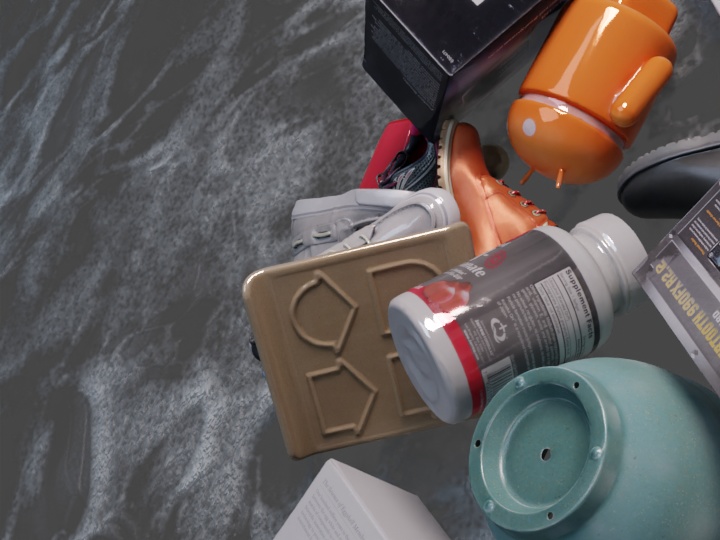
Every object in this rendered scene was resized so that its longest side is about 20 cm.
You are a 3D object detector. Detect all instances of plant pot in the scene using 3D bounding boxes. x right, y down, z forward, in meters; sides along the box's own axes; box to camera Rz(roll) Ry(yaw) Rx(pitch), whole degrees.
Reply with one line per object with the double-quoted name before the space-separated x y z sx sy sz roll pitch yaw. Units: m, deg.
"plant pot" 0.164 0.147 0.726 0.200 0.134 0.201 -29 46 35

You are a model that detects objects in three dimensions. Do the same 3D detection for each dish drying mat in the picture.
"dish drying mat" 0.015 -0.082 1.163 0.077 0.018 0.201 3 70 59

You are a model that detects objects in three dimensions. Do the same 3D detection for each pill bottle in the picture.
"pill bottle" 0.131 0.031 0.807 0.199 0.111 0.111 -25 34 -14

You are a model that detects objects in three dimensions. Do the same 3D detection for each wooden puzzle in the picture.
"wooden puzzle" 0.013 0.060 0.876 0.199 0.186 0.046 -15 24 -3

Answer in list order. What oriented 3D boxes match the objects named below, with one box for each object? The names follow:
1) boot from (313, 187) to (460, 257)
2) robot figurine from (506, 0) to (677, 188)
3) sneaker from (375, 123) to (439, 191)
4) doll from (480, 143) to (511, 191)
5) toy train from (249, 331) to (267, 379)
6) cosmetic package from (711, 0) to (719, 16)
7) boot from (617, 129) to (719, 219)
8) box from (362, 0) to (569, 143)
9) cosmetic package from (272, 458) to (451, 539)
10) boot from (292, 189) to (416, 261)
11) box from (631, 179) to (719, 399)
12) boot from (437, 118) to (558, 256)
"boot" 0.000 0.000 0.902 0.200 0.095 0.074 -46 67 38
"robot figurine" 0.207 -0.164 0.905 0.143 0.117 0.201 28 90 29
"sneaker" 0.042 -0.070 1.077 0.081 0.074 0.201 27 89 54
"doll" 0.098 -0.039 1.002 0.136 0.048 0.201 14 74 35
"toy train" -0.038 0.101 1.020 0.200 0.114 0.087 20 81 54
"cosmetic package" 0.343 -0.250 0.839 0.102 0.074 0.201 -37 43 28
"boot" 0.275 -0.006 0.767 0.164 0.065 0.201 -24 53 42
"box" 0.112 -0.250 0.957 0.200 0.123 0.198 -40 -7 -6
"cosmetic package" -0.001 0.304 0.825 0.201 0.123 0.199 -56 36 8
"boot" -0.003 -0.026 1.012 0.200 0.073 0.096 -4 80 55
"box" 0.277 0.011 0.633 0.159 0.048 0.200 -51 29 21
"boot" 0.126 -0.055 0.935 0.107 0.075 0.201 -10 71 10
